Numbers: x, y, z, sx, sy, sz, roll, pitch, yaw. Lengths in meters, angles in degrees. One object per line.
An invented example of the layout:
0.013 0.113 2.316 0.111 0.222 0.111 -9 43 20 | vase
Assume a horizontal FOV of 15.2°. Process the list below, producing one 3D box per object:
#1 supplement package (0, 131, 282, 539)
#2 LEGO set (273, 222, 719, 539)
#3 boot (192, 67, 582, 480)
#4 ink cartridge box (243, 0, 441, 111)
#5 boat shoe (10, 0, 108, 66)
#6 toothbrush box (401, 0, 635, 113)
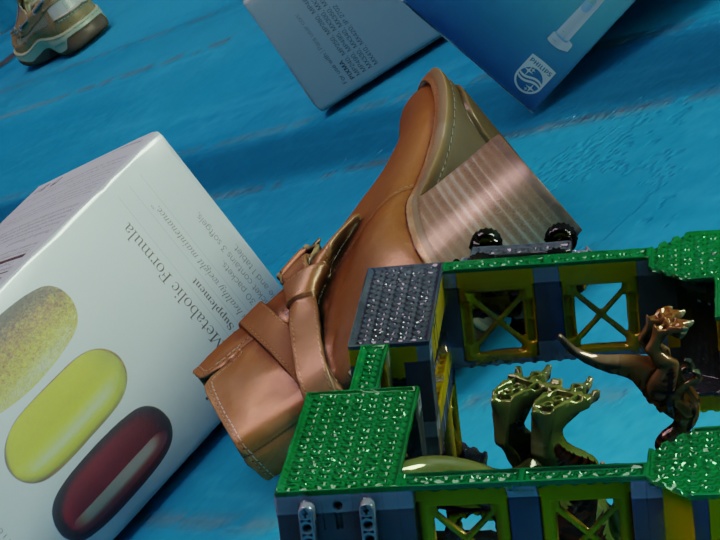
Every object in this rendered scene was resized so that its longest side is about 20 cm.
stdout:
-0.138 0.054 1.141 0.109 0.114 0.200 -20 23 52 | supplement package
0.052 0.075 0.693 0.153 0.116 0.200 -7 21 1 | LEGO set
0.000 0.000 1.067 0.155 0.074 0.200 -41 11 4 | boot
0.044 -0.195 1.551 0.200 0.083 0.146 -31 16 23 | ink cartridge box
-0.298 -0.246 2.567 0.072 0.076 0.200 -43 15 -20 | boat shoe
0.120 -0.191 1.264 0.200 0.085 0.147 -46 9 24 | toothbrush box
